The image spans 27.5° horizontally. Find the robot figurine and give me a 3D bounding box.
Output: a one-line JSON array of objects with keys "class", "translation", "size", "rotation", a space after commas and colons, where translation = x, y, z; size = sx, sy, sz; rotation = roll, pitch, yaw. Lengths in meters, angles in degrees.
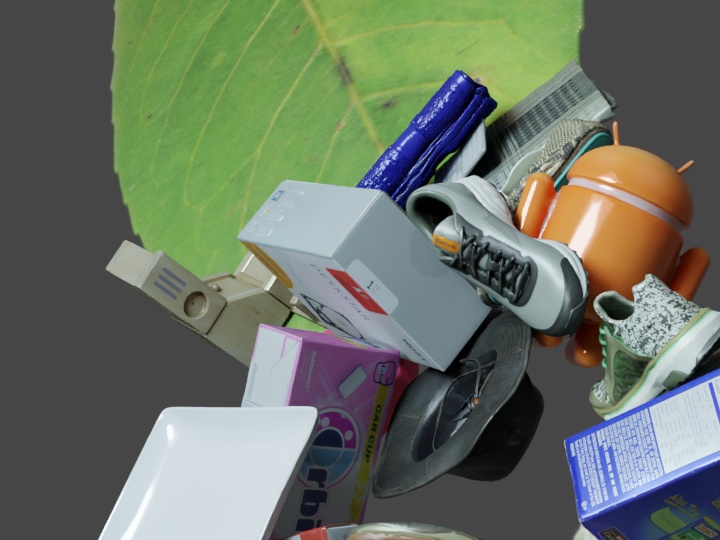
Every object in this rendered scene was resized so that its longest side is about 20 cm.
[{"class": "robot figurine", "translation": [0.209, -0.018, 1.240], "size": [0.144, 0.117, 0.200], "rotation": [22, 86, 35]}]

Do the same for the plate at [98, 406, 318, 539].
[{"class": "plate", "translation": [-0.132, 0.203, 1.210], "size": [0.200, 0.032, 0.200], "rotation": [-6, 49, 43]}]

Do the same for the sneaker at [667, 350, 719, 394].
[{"class": "sneaker", "translation": [0.266, 0.116, 1.130], "size": [0.200, 0.075, 0.082], "rotation": [-38, 2, 18]}]

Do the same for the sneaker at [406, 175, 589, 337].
[{"class": "sneaker", "translation": [0.108, -0.008, 1.187], "size": [0.200, 0.079, 0.074], "rotation": [44, 125, 42]}]

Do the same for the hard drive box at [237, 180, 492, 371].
[{"class": "hard drive box", "translation": [0.000, 0.000, 1.325], "size": [0.077, 0.156, 0.200], "rotation": [-51, 24, -14]}]

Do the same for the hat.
[{"class": "hat", "translation": [0.100, 0.130, 1.240], "size": [0.201, 0.081, 0.201], "rotation": [-47, 17, 19]}]

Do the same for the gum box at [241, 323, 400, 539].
[{"class": "gum box", "translation": [-0.047, 0.156, 1.287], "size": [0.066, 0.113, 0.201], "rotation": [16, 94, 51]}]

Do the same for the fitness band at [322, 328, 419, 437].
[{"class": "fitness band", "translation": [-0.029, 0.129, 1.420], "size": [0.200, 0.037, 0.144], "rotation": [-47, 36, 0]}]

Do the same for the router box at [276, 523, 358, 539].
[{"class": "router box", "translation": [-0.064, 0.321, 1.178], "size": [0.179, 0.049, 0.201], "rotation": [-21, 74, 30]}]

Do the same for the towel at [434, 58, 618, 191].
[{"class": "towel", "translation": [0.160, -0.117, 1.443], "size": [0.200, 0.035, 0.193], "rotation": [-39, 18, 12]}]

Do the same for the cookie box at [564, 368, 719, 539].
[{"class": "cookie box", "translation": [0.268, 0.140, 0.998], "size": [0.200, 0.171, 0.075], "rotation": [-28, 43, 22]}]

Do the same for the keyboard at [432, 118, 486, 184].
[{"class": "keyboard", "translation": [0.069, -0.063, 1.457], "size": [0.200, 0.011, 0.056], "rotation": [-54, 14, 33]}]

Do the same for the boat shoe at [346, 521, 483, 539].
[{"class": "boat shoe", "translation": [0.081, 0.242, 1.108], "size": [0.199, 0.076, 0.074], "rotation": [11, 68, 10]}]

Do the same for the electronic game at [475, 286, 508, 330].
[{"class": "electronic game", "translation": [0.130, -0.001, 1.380], "size": [0.200, 0.042, 0.200], "rotation": [-30, 30, 19]}]

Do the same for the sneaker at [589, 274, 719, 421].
[{"class": "sneaker", "translation": [0.215, 0.052, 1.140], "size": [0.077, 0.089, 0.200], "rotation": [-37, -8, -23]}]

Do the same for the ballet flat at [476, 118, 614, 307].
[{"class": "ballet flat", "translation": [0.148, -0.055, 1.307], "size": [0.075, 0.068, 0.200], "rotation": [22, 70, 46]}]

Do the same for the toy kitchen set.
[{"class": "toy kitchen set", "translation": [-0.109, -0.018, 1.518], "size": [0.163, 0.180, 0.200], "rotation": [22, 77, 51]}]

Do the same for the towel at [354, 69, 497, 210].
[{"class": "towel", "translation": [0.060, -0.106, 1.468], "size": [0.200, 0.050, 0.148], "rotation": [-49, -9, 9]}]
